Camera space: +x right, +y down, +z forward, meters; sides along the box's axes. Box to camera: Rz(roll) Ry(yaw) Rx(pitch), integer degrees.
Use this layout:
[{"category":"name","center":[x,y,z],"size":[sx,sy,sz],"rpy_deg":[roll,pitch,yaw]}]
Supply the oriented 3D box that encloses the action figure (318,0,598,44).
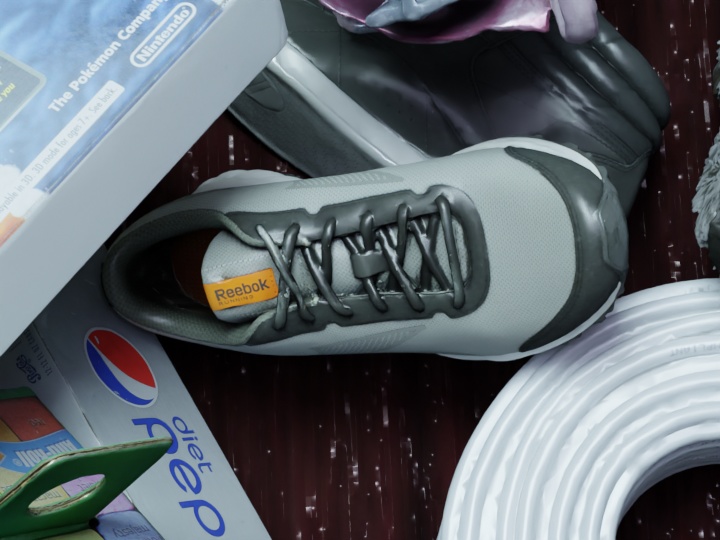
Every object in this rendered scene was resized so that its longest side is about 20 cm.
[{"category":"action figure","center":[0.048,-0.144,0.883],"size":[0.148,0.200,0.135],"rpy_deg":[3,102,31]}]

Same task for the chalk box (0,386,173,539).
[{"category":"chalk box","center":[-0.131,0.120,0.831],"size":[0.124,0.125,0.200],"rpy_deg":[44,114,24]}]

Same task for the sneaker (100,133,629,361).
[{"category":"sneaker","center":[0.000,0.000,0.896],"size":[0.199,0.079,0.074],"rpy_deg":[-5,97,36]}]

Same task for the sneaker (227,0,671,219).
[{"category":"sneaker","center":[0.023,-0.075,0.970],"size":[0.199,0.071,0.099],"rpy_deg":[34,72,11]}]

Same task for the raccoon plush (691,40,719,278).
[{"category":"raccoon plush","center":[0.195,-0.039,0.906],"size":[0.134,0.097,0.200],"rpy_deg":[29,37,-9]}]

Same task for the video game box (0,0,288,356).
[{"category":"video game box","center":[-0.153,-0.055,0.827],"size":[0.182,0.047,0.200],"rpy_deg":[27,63,27]}]

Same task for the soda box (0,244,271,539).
[{"category":"soda box","center":[-0.085,0.081,0.914],"size":[0.063,0.068,0.201],"rpy_deg":[-40,71,25]}]

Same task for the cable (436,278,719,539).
[{"category":"cable","center":[0.123,0.103,0.900],"size":[0.199,0.069,0.200],"rpy_deg":[-31,73,-6]}]
